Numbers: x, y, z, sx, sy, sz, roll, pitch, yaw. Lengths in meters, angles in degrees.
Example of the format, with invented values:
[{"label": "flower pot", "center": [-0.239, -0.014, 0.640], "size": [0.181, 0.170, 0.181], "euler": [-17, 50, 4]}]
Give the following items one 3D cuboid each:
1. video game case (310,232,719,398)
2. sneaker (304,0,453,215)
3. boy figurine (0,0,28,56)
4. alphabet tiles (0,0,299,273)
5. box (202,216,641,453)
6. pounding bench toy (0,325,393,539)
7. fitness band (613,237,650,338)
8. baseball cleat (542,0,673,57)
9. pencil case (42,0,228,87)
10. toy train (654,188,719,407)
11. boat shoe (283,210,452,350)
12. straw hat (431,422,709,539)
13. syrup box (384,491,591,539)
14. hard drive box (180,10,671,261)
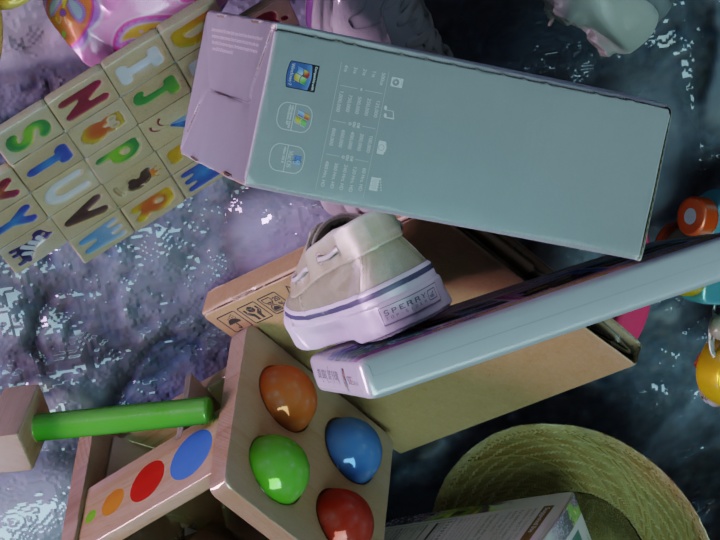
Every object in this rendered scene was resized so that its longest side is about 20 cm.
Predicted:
[{"label": "video game case", "center": [0.081, 0.022, 1.378], "size": [0.199, 0.182, 0.024], "euler": [-18, 92, -8]}, {"label": "sneaker", "center": [0.023, -0.114, 1.452], "size": [0.099, 0.075, 0.201], "euler": [9, 130, 13]}, {"label": "boy figurine", "center": [-0.231, -0.126, 1.405], "size": [0.199, 0.125, 0.064], "euler": [-31, 158, -5]}, {"label": "alphabet tiles", "center": [-0.113, -0.071, 1.450], "size": [0.199, 0.006, 0.167], "euler": [-33, 155, -3]}, {"label": "box", "center": [0.032, 0.032, 1.549], "size": [0.163, 0.021, 0.199], "euler": [36, 141, -27]}, {"label": "pounding bench toy", "center": [-0.095, 0.112, 1.562], "size": [0.156, 0.125, 0.200], "euler": [-32, 123, 31]}, {"label": "fitness band", "center": [0.091, -0.017, 1.567], "size": [0.143, 0.038, 0.201], "euler": [-11, 125, 5]}, {"label": "baseball cleat", "center": [0.088, -0.201, 1.424], "size": [0.200, 0.070, 0.107], "euler": [39, 87, -21]}, {"label": "pencil case", "center": [-0.081, -0.188, 1.397], "size": [0.087, 0.088, 0.200], "euler": [26, 118, -22]}, {"label": "toy train", "center": [0.235, 0.014, 1.587], "size": [0.150, 0.055, 0.201], "euler": [-41, 120, -25]}, {"label": "boat shoe", "center": [0.000, 0.000, 1.414], "size": [0.072, 0.200, 0.062], "euler": [-22, 93, -15]}, {"label": "straw hat", "center": [0.143, 0.171, 1.667], "size": [0.200, 0.085, 0.203], "euler": [10, 113, 25]}, {"label": "syrup box", "center": [0.041, 0.195, 1.629], "size": [0.199, 0.081, 0.079], "euler": [-12, 108, 30]}, {"label": "hard drive box", "center": [0.028, -0.068, 1.338], "size": [0.199, 0.156, 0.077], "euler": [10, 95, -15]}]
